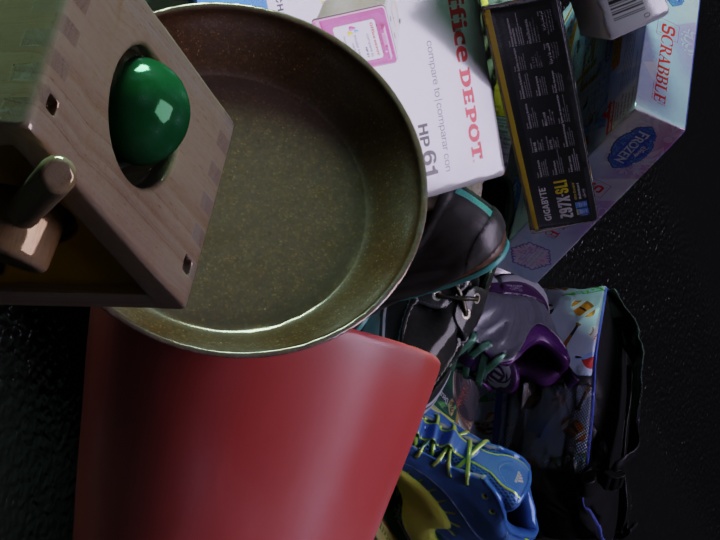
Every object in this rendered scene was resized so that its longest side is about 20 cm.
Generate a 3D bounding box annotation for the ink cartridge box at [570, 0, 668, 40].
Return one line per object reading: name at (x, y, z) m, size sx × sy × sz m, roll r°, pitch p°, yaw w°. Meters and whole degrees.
ink cartridge box at (0.127, -0.237, 1.405) m, size 0.200 × 0.057 × 0.163 m, roll -153°, pitch -139°, yaw -74°

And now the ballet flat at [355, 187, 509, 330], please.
ballet flat at (0.000, 0.000, 1.341) m, size 0.068 × 0.200 × 0.068 m, roll 49°, pitch 28°, yaw -20°

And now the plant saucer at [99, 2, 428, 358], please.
plant saucer at (-0.066, -0.041, 1.087) m, size 0.037 × 0.200 × 0.201 m, roll 112°, pitch -7°, yaw -62°

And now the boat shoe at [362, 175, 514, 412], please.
boat shoe at (0.054, 0.010, 1.427) m, size 0.069 × 0.057 × 0.200 m, roll 38°, pitch 48°, yaw -22°

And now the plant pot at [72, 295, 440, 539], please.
plant pot at (-0.071, 0.111, 1.171) m, size 0.200 × 0.200 × 0.178 m, roll 25°, pitch 78°, yaw -64°

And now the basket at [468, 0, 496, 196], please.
basket at (0.016, -0.142, 1.416) m, size 0.136 × 0.123 × 0.201 m, roll 40°, pitch 54°, yaw -62°

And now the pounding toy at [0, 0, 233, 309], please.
pounding toy at (-0.154, -0.052, 0.934) m, size 0.184 × 0.199 × 0.143 m, roll 54°, pitch 43°, yaw -54°

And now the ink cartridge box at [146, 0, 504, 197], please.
ink cartridge box at (-0.024, -0.104, 1.224) m, size 0.200 × 0.085 × 0.145 m, roll -18°, pitch 103°, yaw -37°

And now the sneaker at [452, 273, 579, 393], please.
sneaker at (0.068, 0.044, 1.496) m, size 0.199 × 0.088 × 0.075 m, roll 1°, pitch 134°, yaw -37°

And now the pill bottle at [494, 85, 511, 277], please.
pill bottle at (0.101, -0.076, 1.628) m, size 0.111 × 0.111 × 0.201 m, roll 48°, pitch 48°, yaw -57°

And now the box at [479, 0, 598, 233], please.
box at (0.103, -0.148, 1.322) m, size 0.200 × 0.049 × 0.160 m, roll 72°, pitch 11°, yaw -49°

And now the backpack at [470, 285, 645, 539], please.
backpack at (0.156, 0.107, 1.710) m, size 0.200 × 0.154 × 0.191 m, roll 70°, pitch 32°, yaw -67°

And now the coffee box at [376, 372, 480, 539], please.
coffee box at (0.031, 0.132, 1.555) m, size 0.123 × 0.044 × 0.200 m, roll 65°, pitch 35°, yaw -43°

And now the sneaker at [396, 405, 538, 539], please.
sneaker at (0.057, 0.116, 1.446) m, size 0.200 × 0.105 × 0.076 m, roll 56°, pitch 40°, yaw -30°

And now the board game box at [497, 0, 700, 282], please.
board game box at (0.163, -0.123, 1.472) m, size 0.200 × 0.041 × 0.200 m, roll -49°, pitch -158°, yaw 51°
